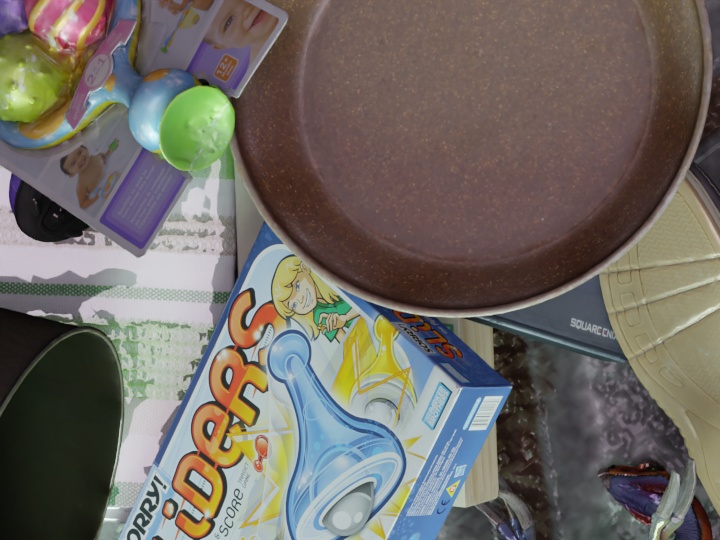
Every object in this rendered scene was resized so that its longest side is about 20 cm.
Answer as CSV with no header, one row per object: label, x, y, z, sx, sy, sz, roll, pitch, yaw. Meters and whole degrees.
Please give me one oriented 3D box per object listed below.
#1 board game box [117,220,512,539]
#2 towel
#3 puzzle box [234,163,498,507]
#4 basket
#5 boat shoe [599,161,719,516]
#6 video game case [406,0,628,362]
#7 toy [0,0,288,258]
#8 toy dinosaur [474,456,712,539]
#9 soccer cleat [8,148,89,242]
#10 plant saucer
board game box,-0.028,0.094,1.140,0.135,0.034,0.200,41,116,36
towel,-0.131,0.014,1.221,0.149,0.031,0.201,4,93,-3
puzzle box,0.000,0.000,1.177,0.133,0.025,0.201,4,99,41
basket,-0.223,0.070,1.145,0.199,0.136,0.181,23,115,20
boat shoe,0.167,0.037,1.173,0.072,0.065,0.201,-21,99,40
video game case,0.085,-0.071,1.152,0.143,0.019,0.201,17,81,-46
toy,-0.126,-0.095,1.115,0.047,0.200,0.115,31,91,-47
toy dinosaur,0.084,0.157,1.182,0.181,0.105,0.201,-9,118,-40
soccer cleat,-0.111,-0.109,1.183,0.073,0.068,0.201,24,87,31
plant saucer,0.044,-0.078,1.076,0.200,0.037,0.201,-2,81,13
